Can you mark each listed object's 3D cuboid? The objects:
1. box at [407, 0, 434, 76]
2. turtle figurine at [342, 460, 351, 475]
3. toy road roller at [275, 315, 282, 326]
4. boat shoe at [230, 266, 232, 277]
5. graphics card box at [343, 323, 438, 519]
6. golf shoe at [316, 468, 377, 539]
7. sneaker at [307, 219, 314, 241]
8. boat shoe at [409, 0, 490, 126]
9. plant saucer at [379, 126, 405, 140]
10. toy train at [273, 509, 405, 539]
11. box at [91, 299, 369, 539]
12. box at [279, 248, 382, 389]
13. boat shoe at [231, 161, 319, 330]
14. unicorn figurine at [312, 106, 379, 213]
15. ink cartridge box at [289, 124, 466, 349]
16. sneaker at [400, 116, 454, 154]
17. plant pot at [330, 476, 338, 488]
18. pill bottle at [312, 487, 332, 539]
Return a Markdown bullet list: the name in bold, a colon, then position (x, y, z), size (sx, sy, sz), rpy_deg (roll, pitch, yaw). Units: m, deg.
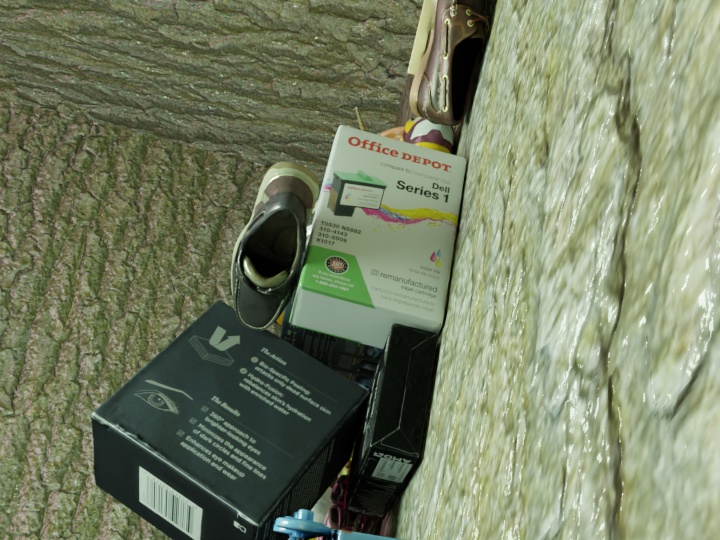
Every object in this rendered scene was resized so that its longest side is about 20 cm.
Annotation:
- **box**: position (0.115, -0.331, 1.155), size (0.163, 0.021, 0.205), rpy_deg (-16, -59, -66)
- **turtle figurine**: position (-0.011, 0.237, 1.227), size (0.163, 0.063, 0.203), rpy_deg (80, -177, -46)
- **toy road roller**: position (-0.029, 0.046, 1.329), size (0.146, 0.195, 0.126), rpy_deg (-115, 37, -73)
- **boat shoe**: position (-0.149, 0.007, 1.361), size (0.201, 0.070, 0.072), rpy_deg (50, -124, -76)
- **graphics card box**: position (0.027, 0.154, 0.942), size (0.201, 0.050, 0.128), rpy_deg (103, 180, -58)
- **golf shoe**: position (-0.022, 0.324, 1.064), size (0.092, 0.071, 0.203), rpy_deg (89, -157, -72)
- **sneaker**: position (0.000, 0.000, 1.123), size (0.084, 0.196, 0.123), rpy_deg (47, -145, -55)
- **boat shoe**: position (0.115, -0.264, 1.077), size (0.070, 0.069, 0.205), rpy_deg (25, 108, 49)
- **plant saucer**: position (0.034, -0.112, 1.375), size (0.198, 0.037, 0.204), rpy_deg (-26, 47, 31)
- **toy train**: position (-0.022, 0.249, 0.787), size (0.200, 0.112, 0.089), rpy_deg (110, 170, -74)
- **box**: position (-0.127, 0.166, 0.949), size (0.200, 0.194, 0.119), rpy_deg (-45, -24, -43)
- **box**: position (-0.012, 0.073, 1.072), size (0.202, 0.154, 0.052), rpy_deg (104, 179, -49)
- **boat shoe**: position (-0.089, -0.010, 0.911), size (0.065, 0.071, 0.202), rpy_deg (-73, 6, -49)
- **unicorn figurine**: position (-0.016, -0.085, 1.237), size (0.136, 0.073, 0.205), rpy_deg (-19, 70, 46)
- **ink cartridge box**: position (0.021, -0.032, 0.967), size (0.084, 0.142, 0.203), rpy_deg (109, 174, -58)
- **sneaker**: position (0.076, -0.141, 1.214), size (0.200, 0.073, 0.092), rpy_deg (138, 146, -70)
- **plant pot**: position (-0.087, 0.315, 1.264), size (0.198, 0.027, 0.205), rpy_deg (-1, -89, -51)
- **pill bottle**: position (-0.069, 0.365, 1.156), size (0.105, 0.102, 0.204), rpy_deg (106, 166, -56)
